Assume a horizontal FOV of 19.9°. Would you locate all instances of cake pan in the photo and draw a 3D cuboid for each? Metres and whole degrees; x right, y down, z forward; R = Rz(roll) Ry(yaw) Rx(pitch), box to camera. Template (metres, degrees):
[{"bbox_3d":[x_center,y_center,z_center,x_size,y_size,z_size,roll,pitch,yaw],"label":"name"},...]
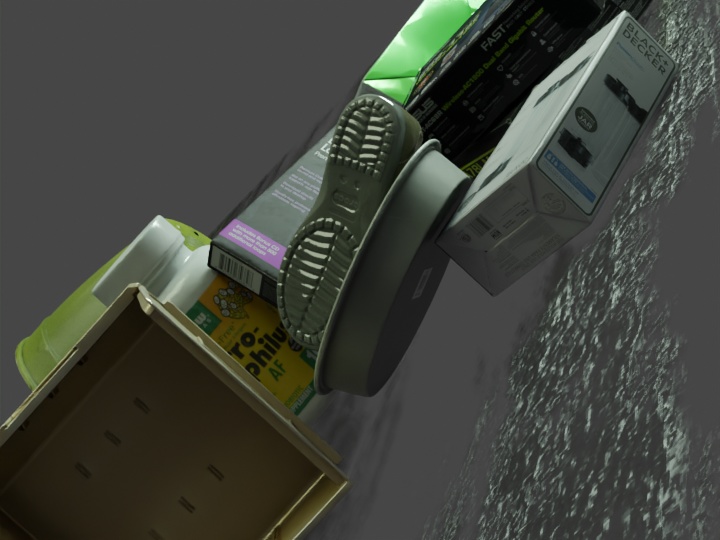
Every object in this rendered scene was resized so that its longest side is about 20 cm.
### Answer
[{"bbox_3d":[0.027,0.005,1.461,0.201,0.037,0.200,-62,-11,-21],"label":"cake pan"}]

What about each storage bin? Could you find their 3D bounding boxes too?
[{"bbox_3d":[-0.144,0.144,1.384,0.200,0.198,0.094,-48,4,3],"label":"storage bin"}]

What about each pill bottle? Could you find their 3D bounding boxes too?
[{"bbox_3d":[-0.114,0.051,1.648,0.113,0.200,0.113,-47,7,8],"label":"pill bottle"}]

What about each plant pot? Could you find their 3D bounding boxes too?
[{"bbox_3d":[-0.205,0.060,2.029,0.193,0.200,0.200,-52,7,14],"label":"plant pot"}]

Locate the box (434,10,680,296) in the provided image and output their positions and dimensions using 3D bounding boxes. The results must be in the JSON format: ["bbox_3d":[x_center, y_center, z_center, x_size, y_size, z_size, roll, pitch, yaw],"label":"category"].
[{"bbox_3d":[0.141,-0.085,1.444,0.117,0.060,0.200,-40,11,44],"label":"box"}]

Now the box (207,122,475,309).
[{"bbox_3d":[-0.006,-0.035,1.631,0.200,0.143,0.036,-46,-22,-39],"label":"box"}]

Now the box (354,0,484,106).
[{"bbox_3d":[0.058,-0.161,1.968,0.200,0.096,0.177,-55,-8,-40],"label":"box"}]

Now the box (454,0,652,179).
[{"bbox_3d":[0.152,-0.159,1.796,0.200,0.047,0.193,-52,7,-23],"label":"box"}]

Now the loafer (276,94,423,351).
[{"bbox_3d":[0.001,-0.032,1.511,0.070,0.075,0.201,-3,-59,-54],"label":"loafer"}]

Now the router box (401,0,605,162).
[{"bbox_3d":[0.125,-0.195,1.737,0.200,0.062,0.150,-45,9,24],"label":"router box"}]
